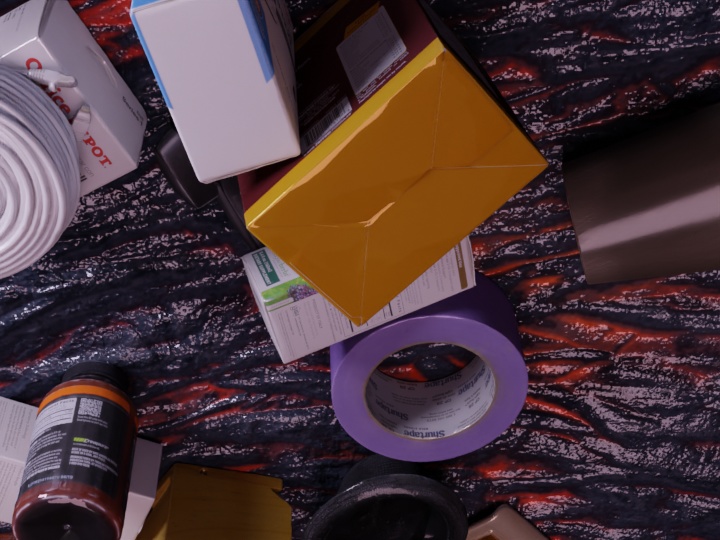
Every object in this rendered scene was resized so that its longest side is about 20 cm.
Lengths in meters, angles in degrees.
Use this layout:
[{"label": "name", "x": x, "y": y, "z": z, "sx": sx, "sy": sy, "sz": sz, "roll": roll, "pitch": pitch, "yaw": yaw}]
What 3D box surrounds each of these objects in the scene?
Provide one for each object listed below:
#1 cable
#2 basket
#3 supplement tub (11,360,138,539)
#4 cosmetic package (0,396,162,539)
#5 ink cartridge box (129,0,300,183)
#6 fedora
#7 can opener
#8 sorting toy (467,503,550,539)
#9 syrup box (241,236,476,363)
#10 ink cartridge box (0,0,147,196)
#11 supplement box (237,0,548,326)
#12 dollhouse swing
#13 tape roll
[{"label": "cable", "x": -0.324, "y": -0.076, "z": 0.945, "sx": 0.197, "sy": 0.070, "sz": 0.202, "roll": 11, "pitch": 127, "yaw": -12}, {"label": "basket", "x": 0.288, "y": -0.066, "z": 1.063, "sx": 0.197, "sy": 0.137, "sz": 0.182, "roll": -13, "pitch": 134, "yaw": 11}, {"label": "supplement tub", "x": -0.277, "y": 0.183, "z": 1.178, "sx": 0.105, "sy": 0.201, "sz": 0.108, "roll": -1, "pitch": 128, "yaw": -1}, {"label": "cosmetic package", "x": -0.325, "y": 0.223, "z": 1.281, "sx": 0.198, "sy": 0.085, "sz": 0.108, "roll": 20, "pitch": 125, "yaw": -19}, {"label": "ink cartridge box", "x": -0.105, "y": -0.188, "z": 0.896, "sx": 0.082, "sy": 0.201, "sz": 0.146, "roll": -15, "pitch": 128, "yaw": 6}, {"label": "fedora", "x": 0.025, "y": 0.274, "z": 1.337, "sx": 0.197, "sy": 0.092, "sz": 0.203, "roll": -2, "pitch": 129, "yaw": -2}, {"label": "can opener", "x": -0.119, "y": -0.072, "z": 1.080, "sx": 0.078, "sy": 0.063, "sz": 0.201, "roll": -40, "pitch": 135, "yaw": -6}, {"label": "sorting toy", "x": 0.152, "y": 0.386, "z": 1.468, "sx": 0.199, "sy": 0.037, "sz": 0.185, "roll": -35, "pitch": 122, "yaw": 22}, {"label": "syrup box", "x": 0.000, "y": 0.000, "z": 1.094, "sx": 0.197, "sy": 0.079, "sz": 0.082, "roll": -22, "pitch": 129, "yaw": -8}, {"label": "ink cartridge box", "x": -0.303, "y": -0.121, "z": 1.010, "sx": 0.198, "sy": 0.085, "sz": 0.145, "roll": -24, "pitch": 126, "yaw": 14}, {"label": "supplement box", "x": 0.010, "y": -0.107, "z": 0.947, "sx": 0.197, "sy": 0.201, "sz": 0.133, "roll": -40, "pitch": 122, "yaw": 14}, {"label": "dollhouse swing", "x": -0.182, "y": 0.354, "z": 1.318, "sx": 0.179, "sy": 0.201, "sz": 0.177, "roll": 10, "pitch": 127, "yaw": -12}, {"label": "tape roll", "x": 0.067, "y": 0.095, "z": 1.203, "sx": 0.196, "sy": 0.086, "sz": 0.202, "roll": -2, "pitch": 128, "yaw": -3}]
